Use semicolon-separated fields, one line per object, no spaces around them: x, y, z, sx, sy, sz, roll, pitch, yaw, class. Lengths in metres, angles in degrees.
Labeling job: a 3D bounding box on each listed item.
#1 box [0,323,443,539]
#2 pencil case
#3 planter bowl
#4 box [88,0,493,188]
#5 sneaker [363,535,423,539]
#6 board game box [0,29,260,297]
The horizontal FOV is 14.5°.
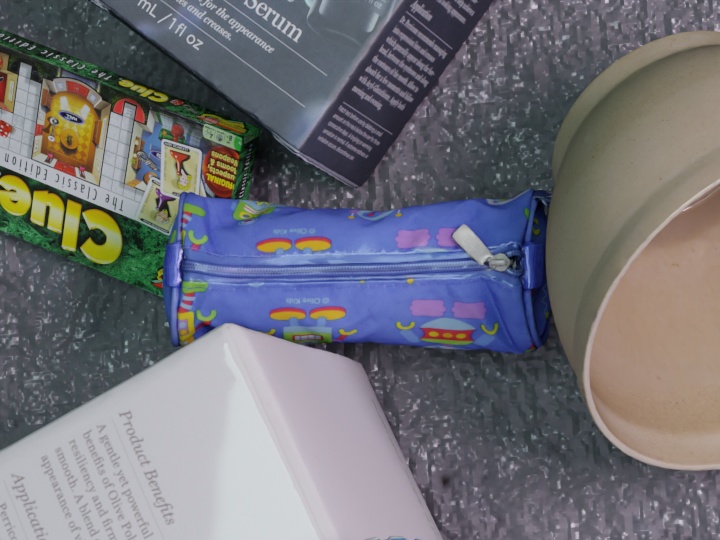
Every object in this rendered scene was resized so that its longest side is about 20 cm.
-0.058;0.156;1.341;0.171;0.200;0.200;-29;75;13;box
0.000;0.000;1.386;0.198;0.087;0.079;0;81;6;pencil case
0.167;-0.025;1.315;0.200;0.200;0.135;-38;46;9;planter bowl
-0.013;-0.169;1.421;0.148;0.107;0.201;36;93;19;box
-0.041;0.183;1.202;0.199;0.075;0.087;-29;91;14;sneaker
-0.150;-0.058;1.470;0.199;0.023;0.105;21;121;19;board game box
